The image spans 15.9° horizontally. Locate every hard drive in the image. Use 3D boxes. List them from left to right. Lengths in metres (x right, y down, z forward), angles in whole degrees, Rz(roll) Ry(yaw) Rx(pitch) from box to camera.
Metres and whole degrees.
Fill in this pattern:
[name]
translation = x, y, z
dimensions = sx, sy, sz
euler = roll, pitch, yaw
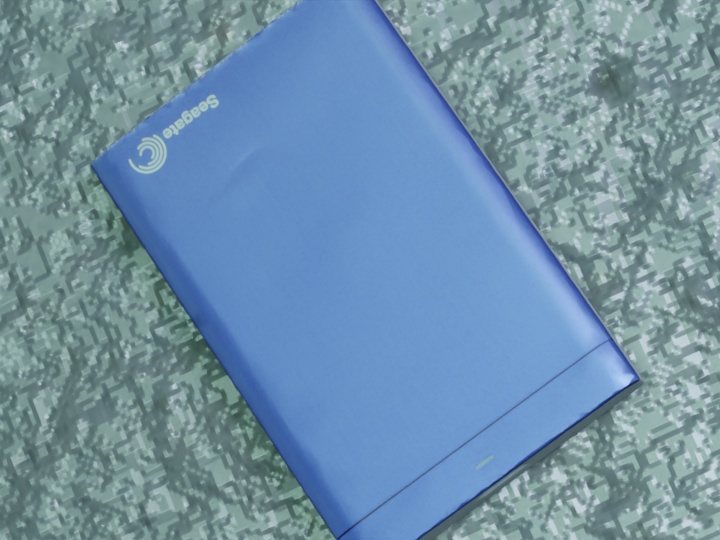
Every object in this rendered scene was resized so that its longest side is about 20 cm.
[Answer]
[hard drive]
translation = 0.000, 0.000, 1.009
dimensions = 0.132, 0.025, 0.201
euler = -36, 76, 7
